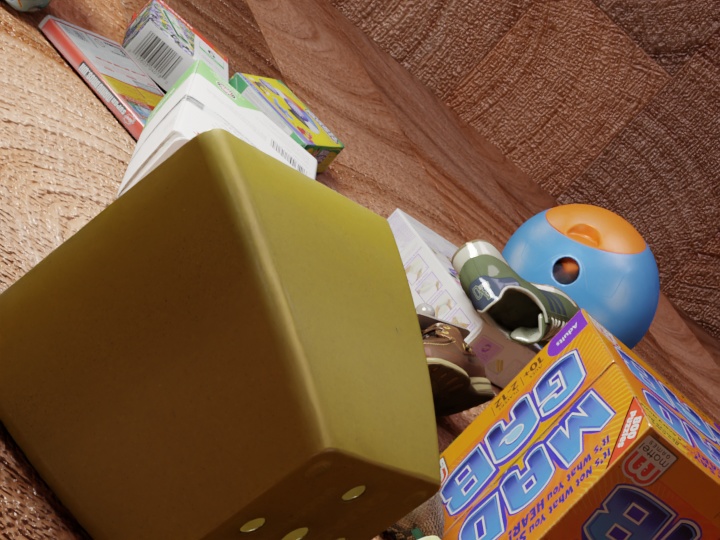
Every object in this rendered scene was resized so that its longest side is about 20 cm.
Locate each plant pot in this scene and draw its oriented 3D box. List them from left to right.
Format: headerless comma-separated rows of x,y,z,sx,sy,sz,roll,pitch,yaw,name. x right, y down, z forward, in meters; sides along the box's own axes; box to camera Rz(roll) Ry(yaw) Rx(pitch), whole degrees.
-0.069,0.073,1.067,0.200,0.200,0.177,27,31,-56,plant pot

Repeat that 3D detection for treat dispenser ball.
0.262,0.020,2.334,0.201,0.201,0.201,41,12,-10,treat dispenser ball

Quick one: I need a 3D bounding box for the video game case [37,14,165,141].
-0.205,-0.154,1.804,0.200,0.017,0.143,48,12,18,video game case

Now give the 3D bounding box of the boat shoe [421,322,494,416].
0.063,0.083,1.710,0.200,0.072,0.068,29,42,-69,boat shoe

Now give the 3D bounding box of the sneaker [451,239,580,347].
0.174,0.050,2.004,0.200,0.067,0.090,35,23,-37,sneaker

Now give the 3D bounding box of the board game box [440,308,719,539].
0.191,0.196,1.464,0.199,0.200,0.200,39,12,-21,board game box

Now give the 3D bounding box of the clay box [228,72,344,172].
-0.087,-0.165,2.177,0.115,0.048,0.200,46,12,7,clay box

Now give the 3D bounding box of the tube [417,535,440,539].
0.085,0.265,1.248,0.058,0.052,0.201,-19,60,-31,tube

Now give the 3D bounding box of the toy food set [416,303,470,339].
0.000,0.000,1.789,0.200,0.061,0.143,36,7,24,toy food set

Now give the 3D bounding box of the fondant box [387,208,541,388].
0.107,0.035,2.107,0.144,0.058,0.200,31,16,-48,fondant box

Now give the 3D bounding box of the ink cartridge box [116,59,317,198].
-0.117,-0.078,1.628,0.146,0.084,0.200,41,18,-13,ink cartridge box

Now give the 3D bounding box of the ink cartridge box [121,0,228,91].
-0.194,-0.235,2.045,0.109,0.050,0.200,41,13,-16,ink cartridge box

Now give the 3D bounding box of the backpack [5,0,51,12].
-0.297,-0.336,1.792,0.176,0.153,0.200,46,21,3,backpack

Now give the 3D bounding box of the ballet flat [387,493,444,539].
0.028,0.145,1.461,0.200,0.067,0.076,-105,169,-59,ballet flat
